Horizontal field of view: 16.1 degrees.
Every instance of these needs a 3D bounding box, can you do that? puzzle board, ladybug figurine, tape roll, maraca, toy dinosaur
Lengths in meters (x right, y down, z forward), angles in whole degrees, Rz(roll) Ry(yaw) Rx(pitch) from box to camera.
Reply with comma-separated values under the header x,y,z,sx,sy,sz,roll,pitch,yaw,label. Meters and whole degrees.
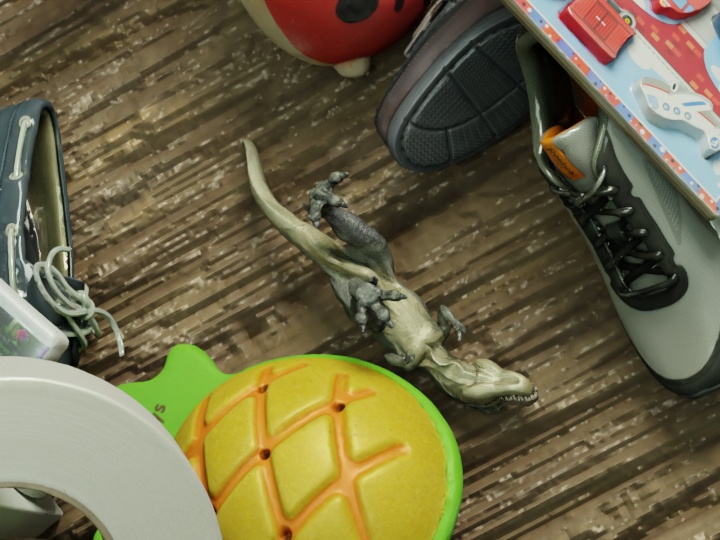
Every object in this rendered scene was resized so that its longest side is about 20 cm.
x,y,z,sx,sy,sz,roll,pitch,yaw,label
0.132,-0.141,1.160,0.200,0.017,0.151,46,57,-7,puzzle board
-0.007,-0.190,1.211,0.072,0.135,0.201,14,118,51,ladybug figurine
-0.159,0.139,1.122,0.202,0.037,0.204,-4,104,-15,tape roll
-0.044,0.100,1.206,0.199,0.107,0.138,12,67,28,maraca
0.000,0.000,1.216,0.047,0.088,0.200,-43,76,-5,toy dinosaur

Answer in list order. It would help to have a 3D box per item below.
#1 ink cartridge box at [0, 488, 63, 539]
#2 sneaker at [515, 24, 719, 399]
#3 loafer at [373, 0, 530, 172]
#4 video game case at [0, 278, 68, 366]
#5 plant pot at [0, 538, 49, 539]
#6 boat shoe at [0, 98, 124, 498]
x,y,z,sx,sy,sz,roll,pitch,yaw,label
-0.274,0.083,1.242,0.146,0.147,0.200,-39,75,5,ink cartridge box
0.119,-0.034,1.176,0.074,0.079,0.201,-17,93,43,sneaker
0.079,-0.132,1.233,0.200,0.072,0.063,-44,49,0,loafer
-0.260,0.040,1.158,0.200,0.023,0.182,40,92,16,video game case
-0.167,0.216,1.207,0.200,0.093,0.202,-3,102,-13,plant pot
-0.161,0.011,1.262,0.062,0.075,0.201,-18,66,16,boat shoe
